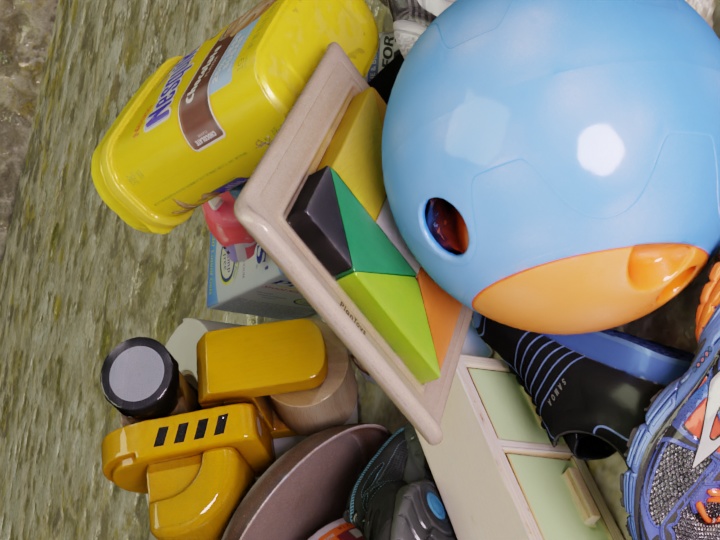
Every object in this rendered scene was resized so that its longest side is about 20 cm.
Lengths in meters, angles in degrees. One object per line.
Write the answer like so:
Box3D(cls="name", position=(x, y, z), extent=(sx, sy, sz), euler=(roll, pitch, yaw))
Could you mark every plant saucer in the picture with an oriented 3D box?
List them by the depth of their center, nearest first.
Box3D(cls="plant saucer", position=(-0.045, 0.198, 0.808), extent=(0.032, 0.199, 0.202), euler=(32, 113, 31))

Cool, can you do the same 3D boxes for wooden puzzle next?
Box3D(cls="wooden puzzle", position=(0.017, -0.025, 0.638), extent=(0.037, 0.185, 0.201), euler=(-24, 28, 31))

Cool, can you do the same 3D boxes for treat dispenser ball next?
Box3D(cls="treat dispenser ball", position=(0.111, -0.066, 0.584), extent=(0.200, 0.198, 0.204), euler=(-27, 59, 56))

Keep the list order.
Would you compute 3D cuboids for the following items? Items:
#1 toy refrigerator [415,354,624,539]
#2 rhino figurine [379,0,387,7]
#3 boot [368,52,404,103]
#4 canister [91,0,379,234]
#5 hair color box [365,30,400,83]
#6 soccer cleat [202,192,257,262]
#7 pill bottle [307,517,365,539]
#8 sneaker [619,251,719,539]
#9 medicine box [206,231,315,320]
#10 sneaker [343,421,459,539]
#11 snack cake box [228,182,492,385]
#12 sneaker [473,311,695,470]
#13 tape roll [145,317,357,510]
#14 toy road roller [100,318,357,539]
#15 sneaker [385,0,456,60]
Box3D(cls="toy refrigerator", position=(0.105, 0.148, 0.664), extent=(0.070, 0.075, 0.201), euler=(-60, 34, 33))
Box3D(cls="rhino figurine", position=(0.034, -0.270, 0.932), extent=(0.200, 0.059, 0.088), euler=(-126, 32, -52))
Box3D(cls="boot", position=(0.047, -0.165, 0.765), extent=(0.200, 0.065, 0.165), euler=(-48, 61, 15))
Box3D(cls="canister", position=(-0.091, -0.121, 0.763), extent=(0.199, 0.087, 0.150), euler=(-21, 33, 43))
Box3D(cls="hair color box", position=(0.004, -0.126, 0.845), extent=(0.198, 0.064, 0.113), euler=(-2, 79, 29))
Box3D(cls="soccer cleat", position=(-0.113, -0.103, 0.947), extent=(0.077, 0.066, 0.202), euler=(92, 174, -53))
Box3D(cls="pill bottle", position=(0.032, 0.258, 0.726), extent=(0.199, 0.113, 0.116), euler=(20, 99, 62))
Box3D(cls="sneaker", position=(0.193, 0.077, 0.527), extent=(0.078, 0.074, 0.203), euler=(38, 117, 55))
Box3D(cls="medicine box", position=(-0.063, -0.062, 1.010), extent=(0.199, 0.102, 0.185), euler=(-23, 62, 59))
Box3D(cls="sneaker", position=(0.030, 0.173, 0.720), extent=(0.081, 0.074, 0.200), euler=(-34, 9, 16))
Box3D(cls="snack cake box", position=(0.000, 0.000, 0.783), extent=(0.067, 0.201, 0.115), euler=(-43, 23, -19))
Box3D(cls="sneaker", position=(0.126, 0.067, 0.655), extent=(0.200, 0.069, 0.079), euler=(22, 100, 64))
Box3D(cls="tape roll", position=(-0.107, 0.154, 0.991), extent=(0.202, 0.138, 0.206), euler=(-29, 56, 56))
Box3D(cls="toy road roller", position=(-0.097, 0.130, 0.801), extent=(0.123, 0.197, 0.148), euler=(76, -176, -64))
Box3D(cls="sneaker", position=(0.059, -0.212, 0.689), extent=(0.114, 0.075, 0.202), euler=(-26, 83, 13))
